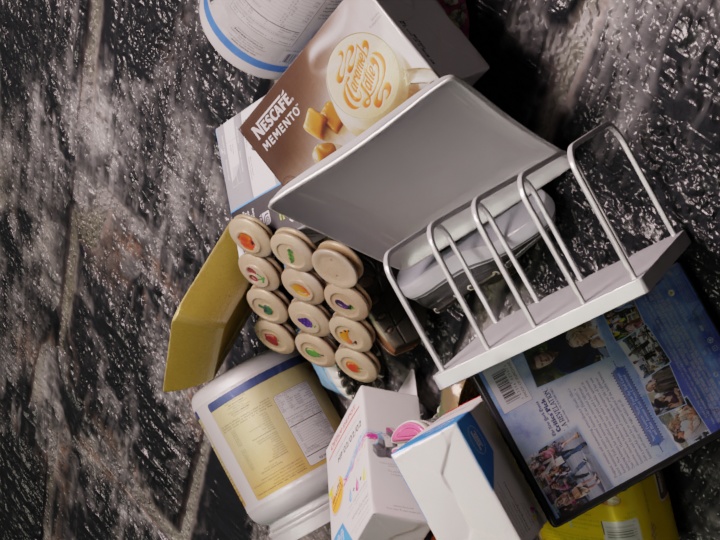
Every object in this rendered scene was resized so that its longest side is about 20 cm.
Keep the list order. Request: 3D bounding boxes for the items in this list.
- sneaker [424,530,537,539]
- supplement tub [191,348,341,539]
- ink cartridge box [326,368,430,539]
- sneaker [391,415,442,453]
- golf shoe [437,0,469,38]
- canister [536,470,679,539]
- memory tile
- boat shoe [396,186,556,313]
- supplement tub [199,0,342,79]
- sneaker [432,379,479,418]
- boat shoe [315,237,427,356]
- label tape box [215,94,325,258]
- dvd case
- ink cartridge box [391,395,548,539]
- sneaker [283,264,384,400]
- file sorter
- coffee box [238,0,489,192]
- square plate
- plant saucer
[{"bbox_3d":[0.089,0.297,1.336,0.200,0.112,0.078,-5,122,38],"label":"sneaker"},{"bbox_3d":[-0.088,0.198,1.536,0.144,0.144,0.200,-37,80,51],"label":"supplement tub"},{"bbox_3d":[0.015,0.201,1.376,0.200,0.068,0.115,-95,24,-46],"label":"ink cartridge box"},{"bbox_3d":[0.113,0.217,1.272,0.074,0.087,0.200,-42,77,41],"label":"sneaker"},{"bbox_3d":[0.048,-0.183,1.242,0.092,0.075,0.200,-139,50,-59],"label":"golf shoe"},{"bbox_3d":[0.202,0.161,1.225,0.148,0.086,0.200,0,110,51],"label":"canister"},{"bbox_3d":[-0.054,0.032,1.353,0.153,0.017,0.200,18,142,24],"label":"memory tile"},{"bbox_3d":[0.116,-0.016,1.261,0.057,0.069,0.200,38,139,-21],"label":"boat shoe"},{"bbox_3d":[-0.058,-0.283,1.264,0.132,0.132,0.200,57,141,11],"label":"supplement tub"},{"bbox_3d":[0.083,0.178,1.385,0.090,0.067,0.201,18,125,37],"label":"sneaker"},{"bbox_3d":[0.000,0.000,1.397,0.200,0.076,0.074,62,148,19],"label":"boat shoe"},{"bbox_3d":[-0.059,-0.105,1.329,0.200,0.066,0.144,-25,73,54],"label":"label tape box"},{"bbox_3d":[0.210,0.101,1.113,0.143,0.200,0.018,62,176,4],"label":"dvd case"},{"bbox_3d":[0.111,0.170,1.157,0.067,0.200,0.116,-30,86,22],"label":"ink cartridge box"},{"bbox_3d":[-0.049,0.049,1.470,0.090,0.078,0.200,-6,104,54],"label":"sneaker"},{"bbox_3d":[0.139,-0.015,1.106,0.200,0.139,0.125,-29,91,31],"label":"file sorter"},{"bbox_3d":[-0.001,-0.149,1.175,0.114,0.080,0.200,53,130,8],"label":"coffee box"},{"bbox_3d":[0.053,-0.082,1.153,0.200,0.198,0.028,-32,57,26],"label":"square plate"},{"bbox_3d":[-0.143,0.026,1.469,0.048,0.200,0.200,27,150,3],"label":"plant saucer"}]
